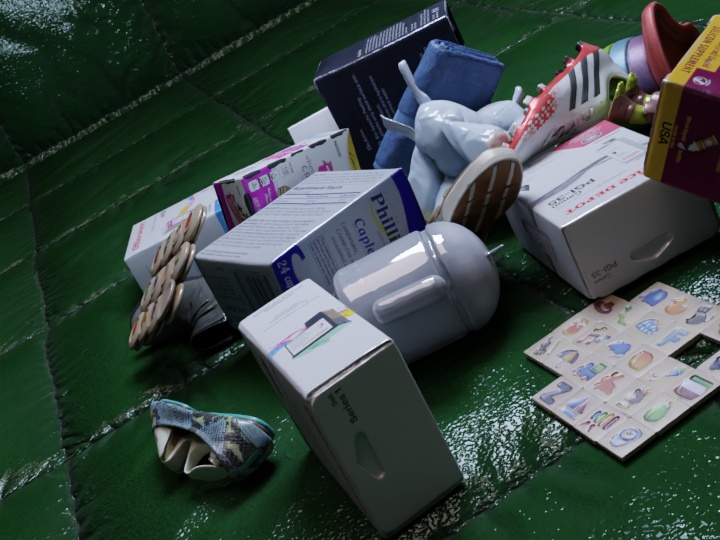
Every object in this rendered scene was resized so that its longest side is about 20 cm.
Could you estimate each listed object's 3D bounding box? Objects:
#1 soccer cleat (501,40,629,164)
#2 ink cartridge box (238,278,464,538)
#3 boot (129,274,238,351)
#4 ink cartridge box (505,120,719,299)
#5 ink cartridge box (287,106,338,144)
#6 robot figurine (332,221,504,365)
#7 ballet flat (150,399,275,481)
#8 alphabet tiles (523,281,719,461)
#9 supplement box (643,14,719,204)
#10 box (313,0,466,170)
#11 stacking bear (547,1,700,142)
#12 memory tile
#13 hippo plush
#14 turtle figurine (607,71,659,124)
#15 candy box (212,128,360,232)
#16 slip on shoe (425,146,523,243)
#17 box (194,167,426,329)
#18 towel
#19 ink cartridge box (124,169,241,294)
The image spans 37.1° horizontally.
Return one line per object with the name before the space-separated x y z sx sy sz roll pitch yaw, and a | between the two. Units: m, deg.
soccer cleat | 0.227 -0.171 1.168 0.200 0.085 0.069 -48 -12 -30
ink cartridge box | -0.013 0.108 0.900 0.084 0.146 0.200 -32 22 -11
boot | -0.209 0.059 1.352 0.199 0.068 0.131 -27 28 7
ink cartridge box | 0.238 -0.066 1.059 0.146 0.083 0.200 -29 20 -2
ink cartridge box | 0.000 -0.219 1.618 0.199 0.088 0.145 -29 2 6
robot figurine | 0.051 0.026 1.043 0.199 0.114 0.170 -27 2 3
ballet flat | -0.164 0.170 1.057 0.074 0.075 0.199 -42 23 -32
alphabet tiles | 0.223 0.072 0.886 0.166 0.008 0.200 -33 22 -11
supplement box | 0.358 -0.118 0.898 0.199 0.104 0.131 23 47 23
box | 0.068 -0.228 1.460 0.198 0.198 0.118 -23 22 12
stacking bear | 0.300 -0.216 1.285 0.199 0.121 0.115 -21 66 42
memory tile | -0.235 0.012 1.291 0.200 0.017 0.155 -32 41 60
hippo plush | 0.139 -0.136 1.285 0.160 0.160 0.200 -12 44 -41
turtle figurine | 0.354 -0.165 1.135 0.160 0.065 0.200 20 43 23
candy box | -0.077 -0.083 1.353 0.061 0.138 0.199 -3 21 44
slip on shoe | 0.109 -0.068 1.100 0.075 0.201 0.061 -11 60 -15
box | -0.052 -0.021 1.205 0.199 0.106 0.183 -37 23 -27
towel | 0.093 -0.190 1.344 0.201 0.111 0.049 -64 31 29
ink cartridge box | -0.244 -0.052 1.599 0.199 0.085 0.145 -28 22 5
